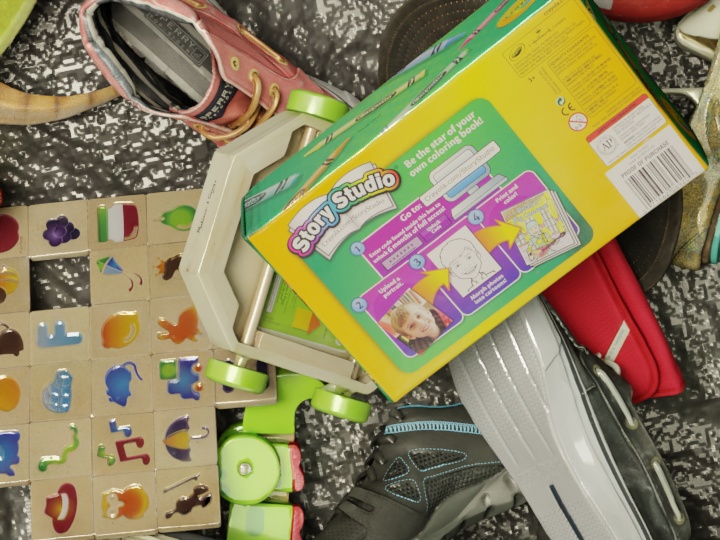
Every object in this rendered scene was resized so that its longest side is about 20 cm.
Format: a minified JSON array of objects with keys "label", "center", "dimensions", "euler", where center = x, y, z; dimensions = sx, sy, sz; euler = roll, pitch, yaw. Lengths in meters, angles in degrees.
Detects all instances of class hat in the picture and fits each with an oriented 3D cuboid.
[{"label":"hat","center":[0.103,-0.082,1.125],"dimensions":[0.201,0.201,0.081],"euler":[44,48,-2]}]

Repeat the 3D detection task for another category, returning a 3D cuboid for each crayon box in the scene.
[{"label":"crayon box","center":[0.053,-0.043,1.018],"dimensions":[0.199,0.058,0.119],"euler":[-37,111,12]}]

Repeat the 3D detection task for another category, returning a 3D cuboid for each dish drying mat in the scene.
[{"label":"dish drying mat","center":[0.101,-0.007,1.105],"dimensions":[0.076,0.018,0.201],"euler":[-11,122,34]}]

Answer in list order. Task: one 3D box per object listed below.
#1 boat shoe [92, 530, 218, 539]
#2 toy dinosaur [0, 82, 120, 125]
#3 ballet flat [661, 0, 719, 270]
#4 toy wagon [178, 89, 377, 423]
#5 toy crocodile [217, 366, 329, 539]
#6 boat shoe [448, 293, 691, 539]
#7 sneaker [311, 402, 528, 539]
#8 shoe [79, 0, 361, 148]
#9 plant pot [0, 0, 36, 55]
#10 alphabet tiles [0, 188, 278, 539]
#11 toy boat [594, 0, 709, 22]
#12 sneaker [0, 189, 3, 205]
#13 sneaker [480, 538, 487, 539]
[{"label":"boat shoe","center":[-0.108,0.170,1.087],"dimensions":[0.199,0.062,0.072],"euler":[1,94,37]},{"label":"toy dinosaur","center":[-0.227,-0.097,1.139],"dimensions":[0.199,0.060,0.107],"euler":[23,91,-2]},{"label":"ballet flat","center":[0.194,-0.102,1.143],"dimensions":[0.070,0.071,0.202],"euler":[18,92,-1]},{"label":"toy wagon","center":[0.000,0.000,1.106],"dimensions":[0.199,0.039,0.156],"euler":[19,88,-34]},{"label":"toy crocodile","center":[-0.055,0.147,1.147],"dimensions":[0.061,0.068,0.202],"euler":[6,92,-1]},{"label":"boat shoe","center":[0.109,0.075,1.111],"dimensions":[0.071,0.072,0.201],"euler":[-27,93,-40]},{"label":"sneaker","center":[0.020,0.122,1.134],"dimensions":[0.199,0.073,0.082],"euler":[-30,85,-25]},{"label":"shoe","center":[-0.064,-0.086,1.116],"dimensions":[0.200,0.091,0.072],"euler":[41,108,-3]},{"label":"plant pot","center":[-0.289,-0.195,1.064],"dimensions":[0.200,0.200,0.184],"euler":[-42,64,1]},{"label":"alphabet tiles","center":[-0.128,0.048,1.122],"dimensions":[0.166,0.008,0.201],"euler":[-5,62,0]},{"label":"toy boat","center":[0.152,-0.232,1.094],"dimensions":[0.129,0.131,0.202],"euler":[15,92,10]},{"label":"sneaker","center":[-0.264,0.021,1.146],"dimensions":[0.200,0.077,0.085],"euler":[-40,103,8]},{"label":"sneaker","center":[0.037,0.199,1.148],"dimensions":[0.198,0.071,0.100],"euler":[-3,91,-11]}]
